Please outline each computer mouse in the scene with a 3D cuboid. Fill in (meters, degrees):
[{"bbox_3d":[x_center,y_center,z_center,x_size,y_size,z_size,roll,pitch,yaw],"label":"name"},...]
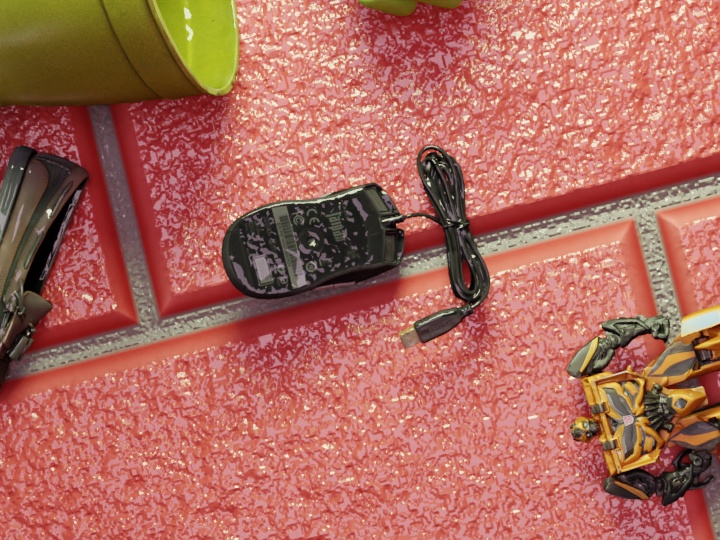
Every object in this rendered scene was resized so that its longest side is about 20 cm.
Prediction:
[{"bbox_3d":[0.000,0.000,1.271,0.198,0.046,0.142,-20,83,-8],"label":"computer mouse"}]

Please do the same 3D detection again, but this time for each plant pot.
[{"bbox_3d":[-0.216,-0.206,1.230,0.191,0.200,0.203,-12,88,15],"label":"plant pot"}]

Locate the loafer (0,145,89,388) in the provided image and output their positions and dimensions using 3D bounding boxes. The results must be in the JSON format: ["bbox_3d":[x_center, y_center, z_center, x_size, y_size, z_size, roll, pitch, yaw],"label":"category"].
[{"bbox_3d":[-0.260,0.006,1.278,0.062,0.072,0.202,12,87,-1],"label":"loafer"}]

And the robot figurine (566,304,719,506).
[{"bbox_3d":[0.253,0.092,1.240,0.198,0.058,0.146,-18,86,3],"label":"robot figurine"}]

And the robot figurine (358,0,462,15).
[{"bbox_3d":[0.032,-0.297,1.238,0.174,0.115,0.203,-2,89,34],"label":"robot figurine"}]
